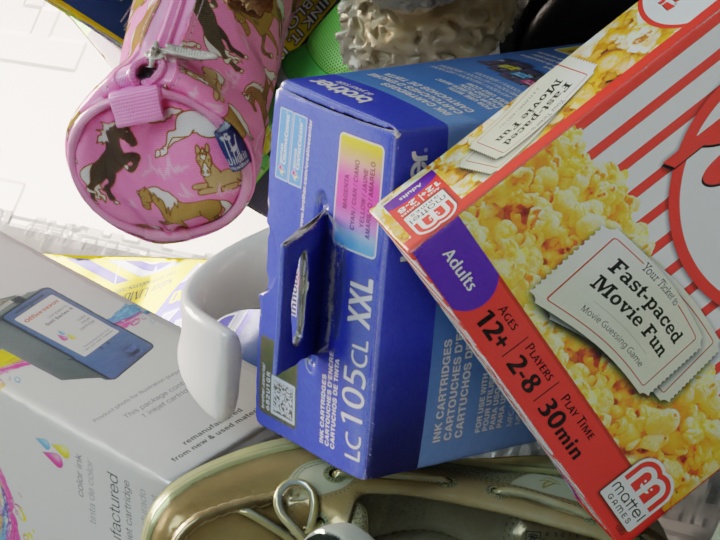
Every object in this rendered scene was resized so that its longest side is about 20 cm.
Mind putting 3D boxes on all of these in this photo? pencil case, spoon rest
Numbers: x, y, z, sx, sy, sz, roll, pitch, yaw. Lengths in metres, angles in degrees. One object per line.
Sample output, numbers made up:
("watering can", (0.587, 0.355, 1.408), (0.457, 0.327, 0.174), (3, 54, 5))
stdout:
("pencil case", (-0.066, -0.104, 1.236), (0.086, 0.083, 0.201), (-39, 24, 37))
("spoon rest", (0.000, 0.000, 1.164), (0.060, 0.199, 0.100), (31, 127, 36))

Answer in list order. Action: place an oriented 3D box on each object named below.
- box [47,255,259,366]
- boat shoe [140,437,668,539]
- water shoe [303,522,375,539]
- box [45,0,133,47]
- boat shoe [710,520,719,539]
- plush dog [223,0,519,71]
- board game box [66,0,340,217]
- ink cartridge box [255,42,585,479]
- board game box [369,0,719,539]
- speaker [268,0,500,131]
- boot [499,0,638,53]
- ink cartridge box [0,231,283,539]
("box", (-0.077, 0.035, 1.283), (0.199, 0.070, 0.065), (1, 71, 43))
("boat shoe", (0.018, 0.106, 1.087), (0.063, 0.199, 0.074), (-121, 35, -73))
("water shoe", (-0.052, 0.178, 1.016), (0.071, 0.079, 0.201), (24, 87, 47))
("box", (-0.153, -0.167, 1.303), (0.070, 0.200, 0.065), (31, 89, 46))
("boat shoe", (0.176, 0.087, 1.042), (0.074, 0.062, 0.201), (5, 55, 49))
("plush dog", (0.029, -0.155, 1.089), (0.199, 0.172, 0.161), (-19, 95, 34))
("board game box", (-0.032, -0.151, 1.371), (0.200, 0.057, 0.165), (-49, 45, 9))
("ink cartridge box", (0.037, -0.005, 1.091), (0.076, 0.199, 0.137), (25, 117, 48))
("board game box", (0.125, -0.022, 1.030), (0.200, 0.152, 0.046), (-39, 28, -2))
("speaker", (0.048, -0.121, 1.260), (0.200, 0.088, 0.089), (-47, 44, 11))
("boot", (0.158, -0.089, 1.145), (0.200, 0.076, 0.169), (-35, 44, 15))
("ink cartridge box", (-0.115, 0.091, 1.208), (0.199, 0.087, 0.146), (28, 131, 36))
